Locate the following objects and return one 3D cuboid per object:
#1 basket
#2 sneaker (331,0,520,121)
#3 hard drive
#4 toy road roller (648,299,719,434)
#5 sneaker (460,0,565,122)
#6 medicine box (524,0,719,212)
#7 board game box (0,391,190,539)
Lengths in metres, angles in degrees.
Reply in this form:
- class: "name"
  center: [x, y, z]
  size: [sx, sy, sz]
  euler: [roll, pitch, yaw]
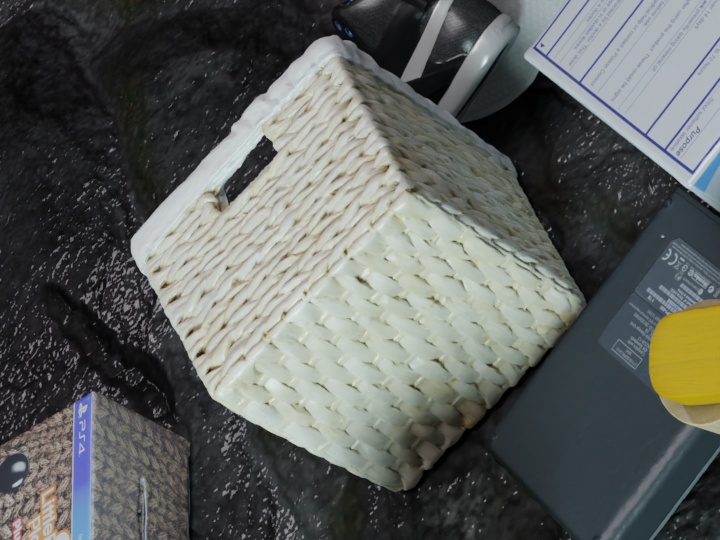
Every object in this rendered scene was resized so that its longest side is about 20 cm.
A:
- class: "basket"
  center: [0.000, 0.000, 1.618]
  size: [0.198, 0.200, 0.161]
  euler: [-45, 42, 15]
- class: "sneaker"
  center: [0.014, -0.123, 1.722]
  size: [0.200, 0.112, 0.073]
  euler: [-54, -7, 32]
- class: "hard drive"
  center: [0.170, 0.063, 1.525]
  size: [0.200, 0.033, 0.140]
  euler: [-53, 39, 6]
- class: "toy road roller"
  center: [0.252, 0.090, 1.354]
  size: [0.199, 0.123, 0.147]
  euler: [-6, 72, 44]
- class: "sneaker"
  center: [0.111, -0.189, 1.738]
  size: [0.200, 0.071, 0.099]
  euler: [-57, 4, 34]
- class: "medicine box"
  center: [0.227, -0.141, 1.542]
  size: [0.182, 0.103, 0.200]
  euler: [-53, 39, 7]
- class: "board game box"
  center: [-0.220, 0.206, 1.797]
  size: [0.200, 0.097, 0.160]
  euler: [-30, 46, 31]
